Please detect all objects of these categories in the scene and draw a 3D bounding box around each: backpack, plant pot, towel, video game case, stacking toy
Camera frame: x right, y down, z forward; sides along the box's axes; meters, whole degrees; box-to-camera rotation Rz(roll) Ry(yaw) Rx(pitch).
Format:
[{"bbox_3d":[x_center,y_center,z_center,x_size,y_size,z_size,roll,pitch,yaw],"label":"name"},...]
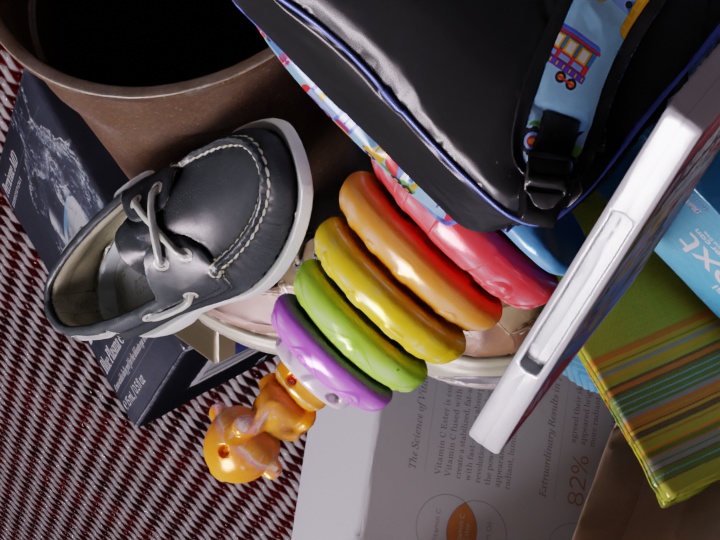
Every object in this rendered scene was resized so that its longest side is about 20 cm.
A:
[{"bbox_3d":[0.064,-0.136,0.846,0.182,0.200,0.135,42,173,-4],"label":"backpack"},{"bbox_3d":[-0.070,-0.117,1.097,0.200,0.201,0.199,31,161,27],"label":"plant pot"},{"bbox_3d":[0.127,0.010,1.020,0.201,0.086,0.018,61,152,18],"label":"towel"},{"bbox_3d":[0.117,-0.027,0.868,0.017,0.143,0.200,35,136,8],"label":"video game case"},{"bbox_3d":[0.002,0.022,0.971,0.116,0.200,0.110,45,-171,13],"label":"stacking toy"}]

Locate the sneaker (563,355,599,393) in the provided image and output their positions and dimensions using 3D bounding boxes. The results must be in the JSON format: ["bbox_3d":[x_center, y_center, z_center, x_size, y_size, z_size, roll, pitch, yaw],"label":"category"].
[{"bbox_3d":[0.091,-0.037,1.101,0.200,0.081,0.077,54,159,8],"label":"sneaker"}]

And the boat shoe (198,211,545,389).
[{"bbox_3d":[0.000,0.000,1.069,0.199,0.076,0.072,8,130,13],"label":"boat shoe"}]

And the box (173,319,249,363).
[{"bbox_3d":[-0.038,-0.019,1.199,0.121,0.199,0.033,31,131,39],"label":"box"}]

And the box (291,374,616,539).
[{"bbox_3d":[0.077,0.111,1.173,0.199,0.153,0.106,14,165,-19],"label":"box"}]

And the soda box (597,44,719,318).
[{"bbox_3d":[0.190,-0.014,0.990,0.200,0.064,0.068,46,157,-4],"label":"soda box"}]

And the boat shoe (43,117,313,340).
[{"bbox_3d":[-0.089,-0.011,1.017,0.200,0.060,0.076,-42,61,51],"label":"boat shoe"}]

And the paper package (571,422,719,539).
[{"bbox_3d":[0.178,0.194,1.036,0.103,0.191,0.201,-12,115,27],"label":"paper package"}]

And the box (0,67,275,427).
[{"bbox_3d":[-0.127,-0.032,1.350,0.201,0.117,0.197,60,159,9],"label":"box"}]
